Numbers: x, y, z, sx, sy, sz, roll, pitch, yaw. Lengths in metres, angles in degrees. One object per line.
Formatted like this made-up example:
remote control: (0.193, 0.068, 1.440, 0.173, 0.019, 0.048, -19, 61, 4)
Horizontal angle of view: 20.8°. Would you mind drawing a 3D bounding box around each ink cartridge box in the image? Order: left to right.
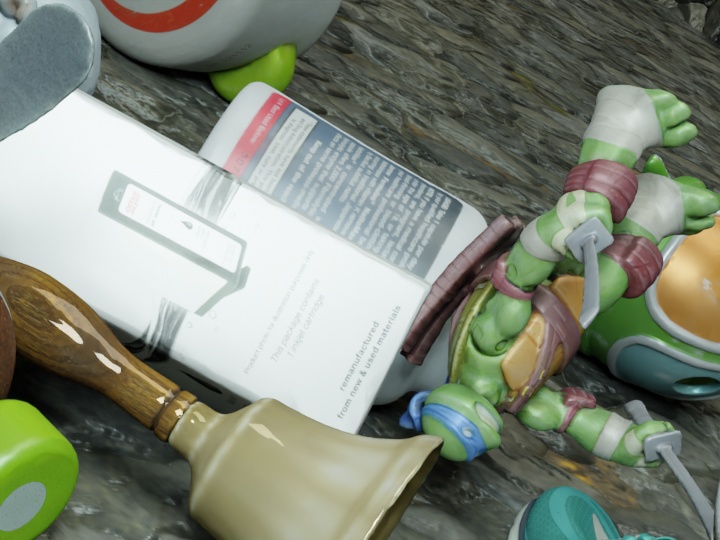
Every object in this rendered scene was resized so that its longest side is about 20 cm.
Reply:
ink cartridge box: (-0.082, 0.002, 0.862, 0.199, 0.085, 0.146, 28, -10, -2)

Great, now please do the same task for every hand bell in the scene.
hand bell: (-0.077, 0.051, 0.759, 0.200, 0.104, 0.104, 35, 17, 8)

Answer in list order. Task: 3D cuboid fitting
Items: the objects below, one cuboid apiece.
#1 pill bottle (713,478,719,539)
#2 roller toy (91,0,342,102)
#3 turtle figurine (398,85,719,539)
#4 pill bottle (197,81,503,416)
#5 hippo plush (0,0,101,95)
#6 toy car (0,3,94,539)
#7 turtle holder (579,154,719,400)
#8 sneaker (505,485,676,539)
pill bottle: (0.207, 0.143, 0.834, 0.120, 0.120, 0.200, 38, -19, 26)
roller toy: (-0.112, -0.235, 1.403, 0.200, 0.183, 0.140, 38, 19, 24)
turtle figurine: (0.125, 0.018, 0.909, 0.144, 0.194, 0.200, 42, -30, -17)
pill bottle: (0.000, 0.000, 1.027, 0.199, 0.120, 0.120, 30, 17, 0)
hippo plush: (-0.184, -0.118, 0.990, 0.161, 0.199, 0.160, 54, -5, 34)
toy car: (-0.162, -0.025, 0.682, 0.164, 0.201, 0.157, 40, 19, 29)
turtle holder: (0.210, 0.029, 1.307, 0.131, 0.186, 0.141, 35, 49, 18)
sneaker: (0.118, 0.149, 0.864, 0.077, 0.080, 0.200, 25, 17, -17)
